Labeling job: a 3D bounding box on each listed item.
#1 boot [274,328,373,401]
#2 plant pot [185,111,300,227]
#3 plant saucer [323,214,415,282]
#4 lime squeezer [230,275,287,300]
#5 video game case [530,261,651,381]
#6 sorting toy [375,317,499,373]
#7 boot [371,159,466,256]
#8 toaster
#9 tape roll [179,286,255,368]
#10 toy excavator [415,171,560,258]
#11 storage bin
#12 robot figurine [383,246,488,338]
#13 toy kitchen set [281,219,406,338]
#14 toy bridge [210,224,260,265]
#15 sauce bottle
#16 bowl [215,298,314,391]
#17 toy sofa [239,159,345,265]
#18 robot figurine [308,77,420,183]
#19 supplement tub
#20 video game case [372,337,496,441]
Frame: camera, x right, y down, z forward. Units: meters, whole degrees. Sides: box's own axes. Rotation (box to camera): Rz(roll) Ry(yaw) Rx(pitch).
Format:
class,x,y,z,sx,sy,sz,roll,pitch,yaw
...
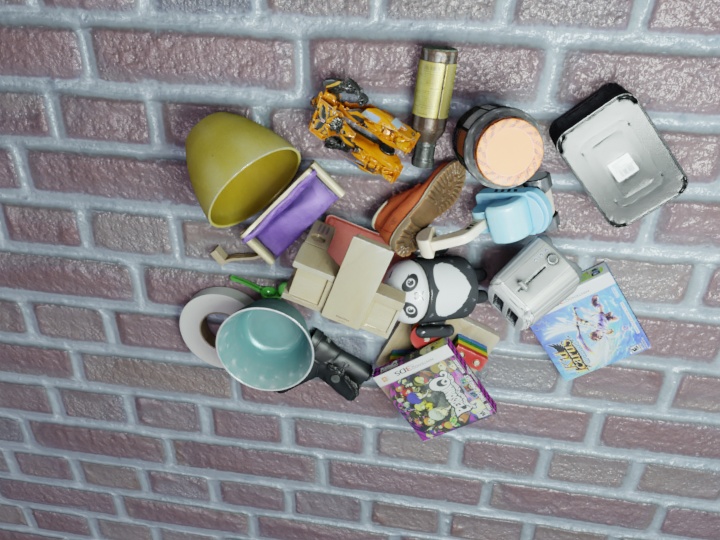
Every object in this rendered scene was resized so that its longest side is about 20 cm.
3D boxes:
class,x,y,z,sx,sy,sz,roll,pitch,yaw
boot,-0.086,0.244,1.271,0.168,0.076,0.200,38,112,-7
plant pot,-0.228,-0.196,1.011,0.142,0.200,0.200,49,117,9
plant saucer,0.000,0.000,1.149,0.200,0.037,0.200,22,120,-1
lime squeezer,-0.176,0.028,1.192,0.200,0.038,0.071,-9,101,27
video game case,0.443,0.107,1.124,0.181,0.045,0.200,-29,110,23
sorting toy,0.158,0.181,1.199,0.198,0.070,0.200,26,120,-4
boot,0.102,-0.132,1.037,0.200,0.107,0.075,-49,135,2
toaster,0.306,0.029,1.022,0.129,0.200,0.114,-40,73,-1
tape roll,-0.303,0.131,1.272,0.202,0.037,0.203,4,119,7
toy excavator,0.219,-0.086,0.984,0.194,0.200,0.100,6,125,43
storage bin,0.423,-0.189,0.941,0.135,0.094,0.200,-35,107,24
robot figurine,0.141,0.035,1.066,0.199,0.151,0.125,-4,142,-22
toy kitchen set,-0.006,-0.021,1.015,0.200,0.181,0.163,22,119,-3
toy bridge,-0.216,-0.060,1.158,0.200,0.027,0.067,-31,110,22
sauce bottle,0.118,-0.274,0.964,0.065,0.065,0.200,10,119,4
bowl,-0.187,0.139,1.178,0.200,0.105,0.201,2,116,4
toy sofa,-0.126,-0.105,1.055,0.200,0.098,0.083,-43,105,12
robot figurine,-0.005,-0.243,0.985,0.200,0.058,0.145,31,137,3
supplement tub,0.216,-0.199,0.901,0.122,0.200,0.123,1,109,2
video game case,0.154,0.250,1.176,0.181,0.036,0.200,-28,110,24
